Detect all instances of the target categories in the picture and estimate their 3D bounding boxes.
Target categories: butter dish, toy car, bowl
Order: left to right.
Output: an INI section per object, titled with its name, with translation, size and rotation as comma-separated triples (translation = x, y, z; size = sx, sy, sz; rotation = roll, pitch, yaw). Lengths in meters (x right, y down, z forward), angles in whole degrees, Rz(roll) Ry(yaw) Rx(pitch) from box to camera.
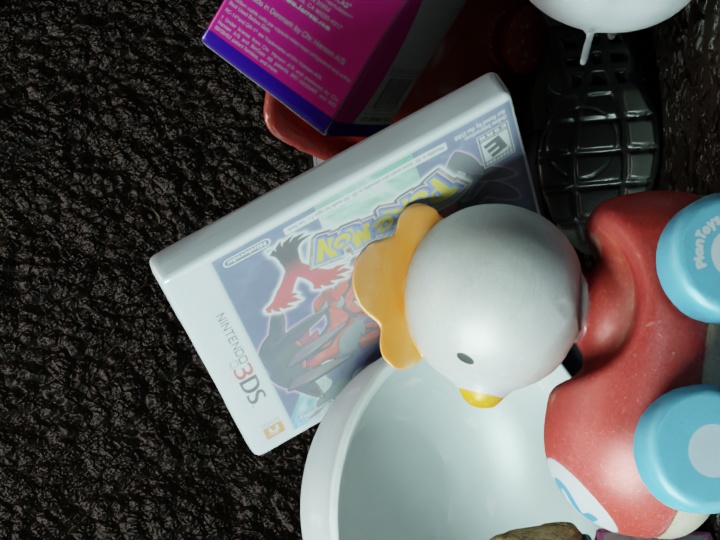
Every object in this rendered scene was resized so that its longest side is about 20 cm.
[bowl]
translation = 0.036, 0.128, 1.068
size = 0.090, 0.200, 0.202
rotation = -3, 85, 50
[butter dish]
translation = 0.055, -0.155, 1.257
size = 0.147, 0.199, 0.201
rotation = 11, 85, 39
[toy car]
translation = 0.090, 0.037, 0.984
size = 0.184, 0.199, 0.178
rotation = 131, 148, -81

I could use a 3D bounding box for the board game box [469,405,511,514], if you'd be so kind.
[board game box]
translation = 0.076, 0.136, 1.215
size = 0.148, 0.064, 0.201
rotation = -38, -57, -74

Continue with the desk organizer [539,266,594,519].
[desk organizer]
translation = 0.140, 0.102, 1.157
size = 0.077, 0.071, 0.201
rotation = -102, 15, -73

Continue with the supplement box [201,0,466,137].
[supplement box]
translation = 0.012, -0.188, 1.128
size = 0.200, 0.103, 0.101
rotation = -56, -15, 14

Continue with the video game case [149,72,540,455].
[video game case]
translation = 0.004, 0.003, 1.029
size = 0.023, 0.199, 0.183
rotation = 57, 173, 36

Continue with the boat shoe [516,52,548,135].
[boat shoe]
translation = 0.124, -0.058, 1.313
size = 0.074, 0.073, 0.201
rotation = -14, 64, 61

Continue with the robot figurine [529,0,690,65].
[robot figurine]
translation = 0.138, -0.215, 1.041
size = 0.169, 0.112, 0.201
rotation = -26, -54, -53

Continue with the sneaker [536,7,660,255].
[sneaker]
translation = 0.150, -0.107, 1.194
size = 0.079, 0.075, 0.201
rotation = 26, -117, -73

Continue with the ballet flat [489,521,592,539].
[ballet flat]
translation = 0.094, 0.206, 0.965
size = 0.200, 0.065, 0.071
rotation = -99, 16, -55

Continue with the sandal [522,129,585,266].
[sandal]
translation = 0.116, 0.012, 1.225
size = 0.076, 0.043, 0.201
rotation = -45, -51, -60

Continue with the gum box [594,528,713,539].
[gum box]
translation = 0.157, 0.243, 0.984
size = 0.200, 0.066, 0.114
rotation = -96, 11, -52

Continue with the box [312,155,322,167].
[box]
translation = 0.055, -0.048, 1.436
size = 0.199, 0.049, 0.162
rotation = -3, 93, 40
